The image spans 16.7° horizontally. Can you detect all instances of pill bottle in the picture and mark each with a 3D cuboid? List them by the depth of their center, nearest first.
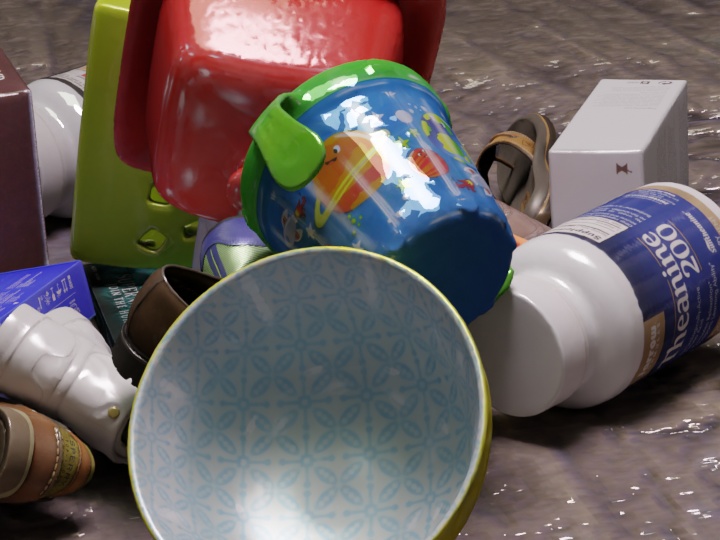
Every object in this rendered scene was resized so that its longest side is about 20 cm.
[{"bbox_3d":[0.150,0.021,1.552,0.110,0.112,0.200,12,24,37],"label":"pill bottle"},{"bbox_3d":[-0.216,-0.108,1.981,0.116,0.117,0.199,13,24,39],"label":"pill bottle"}]

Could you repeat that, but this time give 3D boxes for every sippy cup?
[{"bbox_3d":[0.018,-0.030,1.407,0.177,0.140,0.130,-9,40,-30],"label":"sippy cup"}]

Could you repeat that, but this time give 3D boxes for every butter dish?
[{"bbox_3d":[-0.058,-0.091,1.549,0.199,0.200,0.148,9,42,-5],"label":"butter dish"}]

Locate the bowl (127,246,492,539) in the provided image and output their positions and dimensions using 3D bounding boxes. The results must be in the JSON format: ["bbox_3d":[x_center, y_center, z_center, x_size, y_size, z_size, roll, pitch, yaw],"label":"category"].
[{"bbox_3d":[-0.015,0.100,1.322,0.199,0.201,0.108,4,-23,19],"label":"bowl"}]

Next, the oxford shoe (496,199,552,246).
[{"bbox_3d":[0.107,-0.009,1.740,0.072,0.072,0.200,8,20,-25],"label":"oxford shoe"}]

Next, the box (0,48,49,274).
[{"bbox_3d":[-0.337,-0.057,1.770,0.199,0.165,0.166,-8,17,-14],"label":"box"}]

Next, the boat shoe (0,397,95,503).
[{"bbox_3d":[-0.231,0.107,1.453,0.068,0.072,0.199,16,-2,-38],"label":"boat shoe"}]

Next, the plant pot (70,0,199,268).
[{"bbox_3d":[-0.089,-0.114,1.750,0.180,0.201,0.199,11,26,7],"label":"plant pot"}]

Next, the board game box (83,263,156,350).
[{"bbox_3d":[-0.114,0.028,1.702,0.134,0.028,0.200,-8,20,-12],"label":"board game box"}]

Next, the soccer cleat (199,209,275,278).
[{"bbox_3d":[-0.019,0.038,1.513,0.200,0.065,0.084,32,28,-28],"label":"soccer cleat"}]

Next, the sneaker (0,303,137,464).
[{"bbox_3d":[-0.164,0.079,1.521,0.115,0.074,0.200,32,0,5],"label":"sneaker"}]

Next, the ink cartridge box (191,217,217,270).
[{"bbox_3d":[0.000,0.000,1.642,0.199,0.068,0.115,0,20,-27],"label":"ink cartridge box"}]

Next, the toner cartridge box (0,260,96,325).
[{"bbox_3d":[-0.257,0.046,1.614,0.094,0.043,0.200,-10,13,20],"label":"toner cartridge box"}]

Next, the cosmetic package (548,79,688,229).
[{"bbox_3d":[0.195,-0.069,1.826,0.071,0.102,0.200,2,19,16],"label":"cosmetic package"}]

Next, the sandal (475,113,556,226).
[{"bbox_3d":[0.113,-0.067,1.863,0.054,0.082,0.200,16,26,-6],"label":"sandal"}]

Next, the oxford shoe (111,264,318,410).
[{"bbox_3d":[-0.035,0.048,1.399,0.199,0.085,0.073,16,31,-14],"label":"oxford shoe"}]
